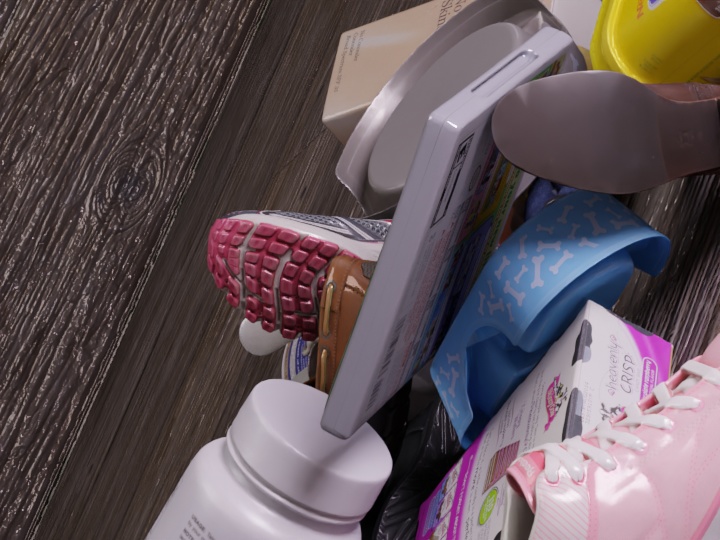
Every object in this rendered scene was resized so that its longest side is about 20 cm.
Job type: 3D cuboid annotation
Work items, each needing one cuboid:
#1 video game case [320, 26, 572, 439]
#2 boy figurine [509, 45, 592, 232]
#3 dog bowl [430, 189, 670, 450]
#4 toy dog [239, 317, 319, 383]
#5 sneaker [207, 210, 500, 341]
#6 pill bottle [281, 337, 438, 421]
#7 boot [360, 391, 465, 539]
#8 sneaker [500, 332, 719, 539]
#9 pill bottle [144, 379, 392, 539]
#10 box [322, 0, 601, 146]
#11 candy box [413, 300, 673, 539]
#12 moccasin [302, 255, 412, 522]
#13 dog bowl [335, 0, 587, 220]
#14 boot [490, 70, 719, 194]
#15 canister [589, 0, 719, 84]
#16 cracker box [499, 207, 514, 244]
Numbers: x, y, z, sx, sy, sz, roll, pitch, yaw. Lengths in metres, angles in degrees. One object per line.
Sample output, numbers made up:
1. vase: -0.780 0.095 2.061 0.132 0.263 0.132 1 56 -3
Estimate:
1. video game case: 0.049 -0.023 1.422 0.182 0.022 0.201 -40 -28 -59
2. boy figurine: 0.138 -0.074 1.684 0.125 0.064 0.201 -52 15 36
3. dog bowl: 0.103 0.026 1.466 0.111 0.050 0.200 -24 -23 -32
4. toy dog: -0.047 0.075 1.660 0.132 0.096 0.202 -11 72 61
5. sneaker: 0.000 0.000 1.591 0.075 0.199 0.081 -97 24 -51
6. pill bottle: 0.026 0.055 1.766 0.116 0.115 0.200 -67 12 -21
7. boot: 0.017 0.171 1.676 0.200 0.065 0.165 -41 19 57
8. sneaker: 0.134 0.089 1.236 0.201 0.104 0.075 -63 9 -1
9. pill bottle: -0.070 0.171 1.512 0.201 0.113 0.114 -59 12 21
10. box: 0.079 -0.145 1.847 0.199 0.078 0.095 -18 44 32
11. candy box: 0.095 0.133 1.424 0.200 0.061 0.137 -55 13 39
12. moccasin: -0.014 0.084 1.562 0.074 0.077 0.202 -48 -27 -50
13. dog bowl: 0.069 -0.095 1.686 0.200 0.059 0.201 -42 22 22
14. boot: 0.136 -0.076 1.445 0.200 0.185 0.065 -170 83 -75
15. canister: 0.227 -0.193 1.499 0.200 0.086 0.149 -42 25 58
16. cracker box: 0.065 -0.036 1.944 0.200 0.057 0.135 -41 24 61
